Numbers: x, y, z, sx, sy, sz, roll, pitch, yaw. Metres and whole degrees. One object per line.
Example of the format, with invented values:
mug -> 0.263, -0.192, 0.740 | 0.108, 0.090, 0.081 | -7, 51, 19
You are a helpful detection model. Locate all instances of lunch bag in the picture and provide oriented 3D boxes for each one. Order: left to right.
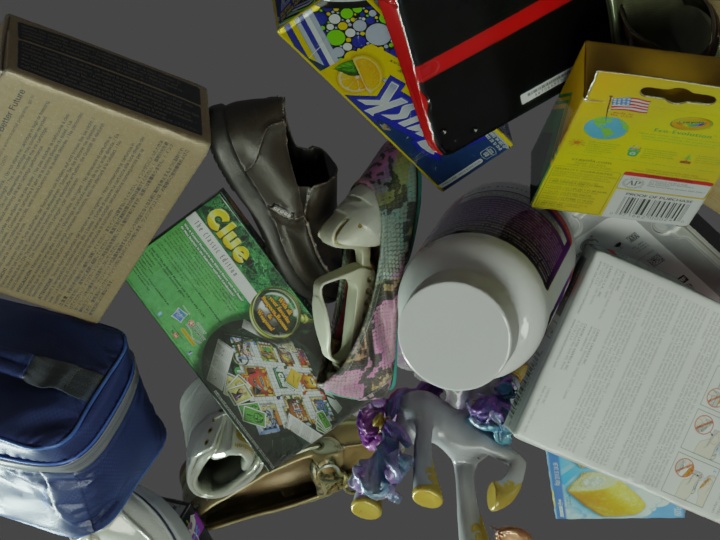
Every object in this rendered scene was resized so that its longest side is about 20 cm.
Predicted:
lunch bag -> -0.265, 0.102, 1.678 | 0.199, 0.136, 0.133 | 11, 139, 24

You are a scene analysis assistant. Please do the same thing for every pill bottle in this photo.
pill bottle -> 0.090, 0.014, 1.595 | 0.111, 0.200, 0.112 | 5, 110, 14

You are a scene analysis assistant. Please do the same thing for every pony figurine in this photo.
pony figurine -> 0.054, 0.118, 1.748 | 0.193, 0.200, 0.167 | 24, 136, -9

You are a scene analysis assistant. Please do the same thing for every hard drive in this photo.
hard drive -> 0.210, -0.006, 1.735 | 0.140, 0.038, 0.200 | -35, 127, 22

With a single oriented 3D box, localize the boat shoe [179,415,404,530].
boat shoe -> -0.055, 0.177, 1.850 | 0.199, 0.063, 0.073 | -16, 133, 8

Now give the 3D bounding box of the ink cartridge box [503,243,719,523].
ink cartridge box -> 0.234, 0.090, 1.692 | 0.199, 0.050, 0.163 | 23, 95, -11

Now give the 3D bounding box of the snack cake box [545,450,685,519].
snack cake box -> 0.213, 0.131, 1.807 | 0.115, 0.067, 0.200 | -1, 145, 10

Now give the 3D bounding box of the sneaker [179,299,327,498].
sneaker -> -0.082, 0.098, 1.739 | 0.073, 0.116, 0.200 | 19, 126, -21

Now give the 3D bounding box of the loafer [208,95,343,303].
loafer -> -0.045, -0.052, 1.631 | 0.071, 0.073, 0.200 | -22, 133, 12

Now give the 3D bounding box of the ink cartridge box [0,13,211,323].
ink cartridge box -> -0.225, -0.071, 1.589 | 0.164, 0.075, 0.200 | 20, 128, -23

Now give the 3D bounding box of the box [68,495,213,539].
box -> -0.175, 0.259, 1.883 | 0.143, 0.036, 0.200 | 9, 143, 31

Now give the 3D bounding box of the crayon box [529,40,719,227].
crayon box -> 0.204, -0.103, 1.546 | 0.126, 0.051, 0.200 | 7, 155, -7

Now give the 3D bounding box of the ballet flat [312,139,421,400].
ballet flat -> 0.000, 0.000, 1.621 | 0.071, 0.069, 0.201 | 2, 101, -28

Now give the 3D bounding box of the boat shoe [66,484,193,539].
boat shoe -> -0.222, 0.193, 1.765 | 0.200, 0.070, 0.071 | 42, 125, 9

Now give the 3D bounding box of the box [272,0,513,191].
box -> 0.024, -0.148, 1.558 | 0.070, 0.064, 0.200 | -32, 128, 20

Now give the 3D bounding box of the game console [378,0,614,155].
game console -> 0.113, -0.191, 1.511 | 0.200, 0.031, 0.177 | -29, 134, -9

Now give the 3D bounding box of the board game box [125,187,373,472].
board game box -> -0.088, 0.046, 1.675 | 0.105, 0.023, 0.200 | -34, 97, 13

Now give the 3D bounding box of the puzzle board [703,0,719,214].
puzzle board -> 0.283, -0.122, 1.648 | 0.200, 0.017, 0.151 | 28, 119, -30

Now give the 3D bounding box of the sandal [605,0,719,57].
sandal -> 0.215, -0.173, 1.527 | 0.080, 0.057, 0.201 | -36, 135, -3
